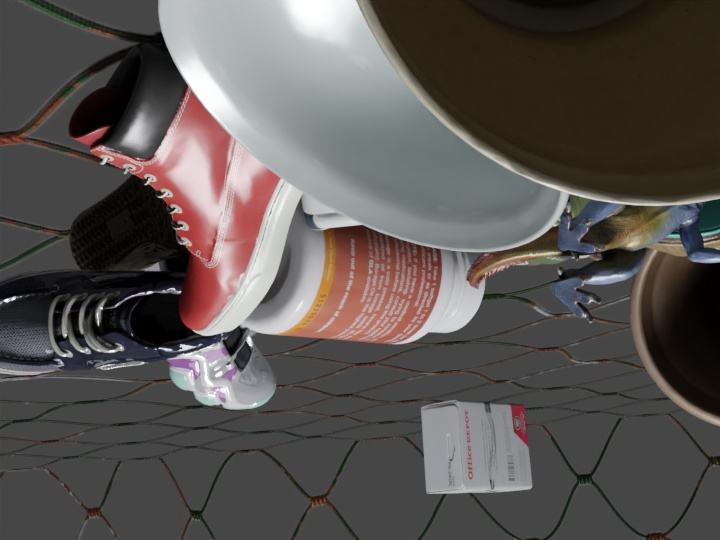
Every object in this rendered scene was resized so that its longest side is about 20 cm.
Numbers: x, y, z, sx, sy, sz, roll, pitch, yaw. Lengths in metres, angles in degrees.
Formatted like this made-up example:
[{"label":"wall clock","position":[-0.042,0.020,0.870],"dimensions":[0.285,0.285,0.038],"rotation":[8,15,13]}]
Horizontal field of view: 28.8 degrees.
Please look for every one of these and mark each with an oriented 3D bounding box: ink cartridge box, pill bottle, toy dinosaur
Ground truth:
[{"label":"ink cartridge box","position":[0.192,0.295,2.329],"dimensions":[0.083,0.146,0.200],"rotation":[-13,165,39]},{"label":"pill bottle","position":[0.000,0.000,1.086],"dimensions":[0.200,0.113,0.112],"rotation":[8,161,-42]},{"label":"toy dinosaur","position":[0.193,-0.055,0.945],"dimensions":[0.200,0.105,0.181],"rotation":[13,-141,41]}]

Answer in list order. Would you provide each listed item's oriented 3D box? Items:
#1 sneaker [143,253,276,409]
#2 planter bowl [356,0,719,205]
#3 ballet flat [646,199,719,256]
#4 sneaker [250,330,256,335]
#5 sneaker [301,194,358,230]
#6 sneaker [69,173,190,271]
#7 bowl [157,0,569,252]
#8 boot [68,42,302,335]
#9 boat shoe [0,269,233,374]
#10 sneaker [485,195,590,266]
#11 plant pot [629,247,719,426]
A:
[{"label":"sneaker","position":[-0.117,0.034,1.147],"dimensions":[0.200,0.078,0.140],"rotation":[38,135,-26]},{"label":"planter bowl","position":[0.081,-0.131,0.457],"dimensions":[0.199,0.201,0.135],"rotation":[-4,-167,-7]},{"label":"ballet flat","position":[0.299,-0.044,1.107],"dimensions":[0.199,0.068,0.072],"rotation":[-14,143,16]},{"label":"sneaker","position":[-0.094,0.009,1.226],"dimensions":[0.199,0.075,0.100],"rotation":[-12,146,29]},{"label":"sneaker","position":[0.057,-0.058,0.916],"dimensions":[0.199,0.071,0.073],"rotation":[1,-153,3]},{"label":"sneaker","position":[-0.126,-0.046,0.989],"dimensions":[0.200,0.071,0.075],"rotation":[-14,-177,44]},{"label":"bowl","position":[0.017,-0.103,0.627],"dimensions":[0.201,0.091,0.201],"rotation":[25,155,12]},{"label":"boot","position":[-0.112,-0.045,0.827],"dimensions":[0.144,0.073,0.200],"rotation":[3,131,-28]},{"label":"boat shoe","position":[-0.182,0.031,0.950],"dimensions":[0.199,0.075,0.093],"rotation":[-8,179,-7]},{"label":"sneaker","position":[0.144,-0.039,1.070],"dimensions":[0.089,0.067,0.200],"rotation":[-8,169,-6]},{"label":"plant pot","position":[0.349,0.024,1.229],"dimensions":[0.200,0.201,0.175],"rotation":[-11,-176,24]}]
